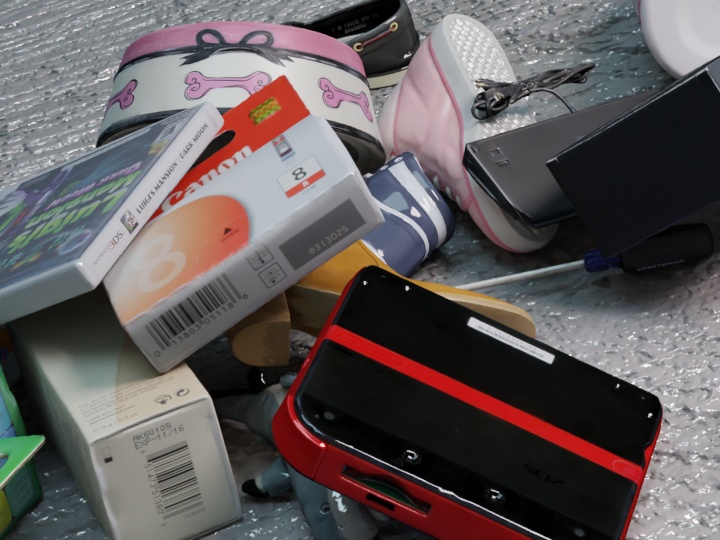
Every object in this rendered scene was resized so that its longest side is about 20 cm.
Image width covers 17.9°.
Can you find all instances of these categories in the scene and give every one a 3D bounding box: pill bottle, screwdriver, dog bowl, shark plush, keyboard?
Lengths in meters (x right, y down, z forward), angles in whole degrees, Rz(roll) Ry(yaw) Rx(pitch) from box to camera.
[{"bbox_3d":[0.251,-0.205,1.639,0.113,0.114,0.200,-11,18,6],"label":"pill bottle"},{"bbox_3d":[0.127,-0.001,1.457,0.200,0.028,0.029,-12,2,-1],"label":"screwdriver"},{"bbox_3d":[-0.081,-0.112,1.571,0.200,0.074,0.200,0,-13,0],"label":"dog bowl"},{"bbox_3d":[-0.044,0.099,1.335,0.200,0.091,0.083,28,81,42],"label":"shark plush"},{"bbox_3d":[0.150,-0.092,1.531,0.200,0.021,0.127,-17,58,-33],"label":"keyboard"}]

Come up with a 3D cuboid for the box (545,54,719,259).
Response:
[{"bbox_3d":[0.233,-0.097,1.437,0.141,0.079,0.200,-34,-2,44],"label":"box"}]

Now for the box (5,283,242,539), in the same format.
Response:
[{"bbox_3d":[-0.148,0.081,1.380,0.078,0.095,0.200,-21,32,-14],"label":"box"}]

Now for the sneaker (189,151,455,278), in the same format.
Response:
[{"bbox_3d":[-0.025,-0.042,1.550,0.200,0.070,0.108,26,53,39],"label":"sneaker"}]

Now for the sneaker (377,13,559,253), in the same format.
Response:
[{"bbox_3d":[0.070,-0.072,1.573,0.075,0.105,0.200,13,45,-36],"label":"sneaker"}]

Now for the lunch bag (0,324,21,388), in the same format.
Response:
[{"bbox_3d":[-0.282,0.023,1.547,0.160,0.077,0.200,4,35,30],"label":"lunch bag"}]

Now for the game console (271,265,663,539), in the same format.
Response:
[{"bbox_3d":[0.062,0.086,1.258,0.200,0.031,0.177,25,34,3],"label":"game console"}]

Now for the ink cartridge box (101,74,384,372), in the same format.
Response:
[{"bbox_3d":[-0.089,-0.047,1.373,0.162,0.050,0.200,-34,39,1],"label":"ink cartridge box"}]

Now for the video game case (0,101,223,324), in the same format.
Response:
[{"bbox_3d":[-0.197,-0.023,1.420,0.200,0.023,0.182,-19,25,37],"label":"video game case"}]

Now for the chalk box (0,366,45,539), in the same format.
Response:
[{"bbox_3d":[-0.277,0.114,1.350,0.200,0.124,0.124,7,35,30],"label":"chalk box"}]

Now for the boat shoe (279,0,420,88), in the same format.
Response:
[{"bbox_3d":[-0.053,-0.166,1.780,0.201,0.063,0.074,-13,33,4],"label":"boat shoe"}]

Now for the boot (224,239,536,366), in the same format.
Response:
[{"bbox_3d":[-0.001,0.001,1.416,0.201,0.071,0.144,1,37,-14],"label":"boot"}]
